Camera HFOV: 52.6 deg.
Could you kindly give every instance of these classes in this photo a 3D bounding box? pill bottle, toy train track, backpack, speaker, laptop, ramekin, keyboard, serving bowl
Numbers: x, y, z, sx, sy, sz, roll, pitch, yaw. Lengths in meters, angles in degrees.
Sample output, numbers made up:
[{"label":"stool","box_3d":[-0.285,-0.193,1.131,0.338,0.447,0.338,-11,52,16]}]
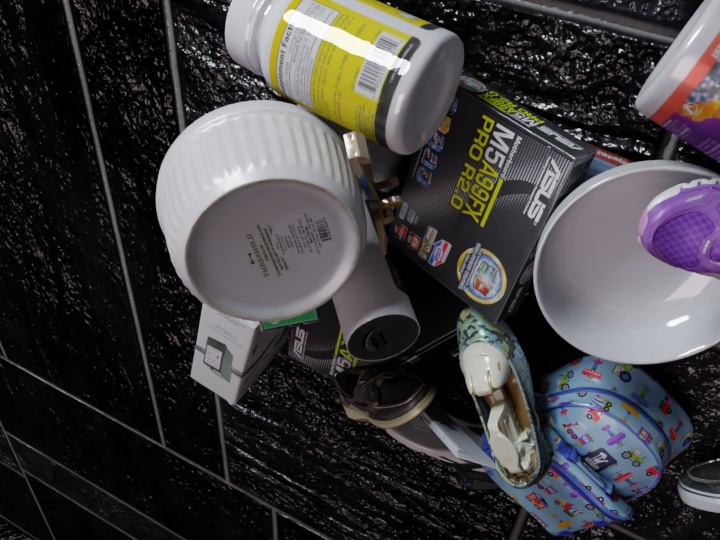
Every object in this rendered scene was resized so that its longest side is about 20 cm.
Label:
[{"label":"pill bottle","box_3d":[0.321,-0.116,0.542,0.200,0.111,0.111,34,138,7]},{"label":"toy train track","box_3d":[0.018,-0.085,0.700,0.032,0.115,0.200,-14,166,7]},{"label":"backpack","box_3d":[0.264,0.197,0.836,0.183,0.135,0.200,46,137,-6]},{"label":"speaker","box_3d":[0.000,0.000,0.808,0.081,0.200,0.081,-10,139,-9]},{"label":"laptop","box_3d":[0.128,0.036,0.855,0.200,0.116,0.187,31,130,-33]},{"label":"ramekin","box_3d":[-0.088,-0.045,0.679,0.200,0.105,0.200,-8,129,-10]},{"label":"keyboard","box_3d":[0.104,0.192,0.900,0.056,0.011,0.200,27,-176,-19]},{"label":"pill bottle","box_3d":[-0.017,-0.196,0.666,0.200,0.114,0.114,30,138,19]},{"label":"serving bowl","box_3d":[0.257,-0.014,0.662,0.200,0.066,0.200,4,122,7]}]

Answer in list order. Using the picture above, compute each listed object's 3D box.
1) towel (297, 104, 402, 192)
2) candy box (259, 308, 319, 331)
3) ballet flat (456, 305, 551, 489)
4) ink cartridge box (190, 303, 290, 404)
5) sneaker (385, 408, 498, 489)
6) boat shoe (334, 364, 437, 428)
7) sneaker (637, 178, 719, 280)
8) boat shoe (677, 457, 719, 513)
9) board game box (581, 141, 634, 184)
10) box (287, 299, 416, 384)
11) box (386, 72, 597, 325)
[{"label":"towel","box_3d":[-0.002,-0.183,0.777,0.132,0.034,0.200,29,137,14]},{"label":"candy box","box_3d":[-0.100,-0.061,0.842,0.077,0.169,0.200,-10,128,-1]},{"label":"ballet flat","box_3d":[0.146,0.134,0.760,0.074,0.074,0.200,-23,90,45]},{"label":"ink cartridge box","box_3d":[-0.156,0.072,1.023,0.084,0.146,0.200,31,138,8]},{"label":"sneaker","box_3d":[0.125,0.254,1.007,0.200,0.073,0.112,12,135,9]},{"label":"boat shoe","box_3d":[0.021,0.156,0.937,0.065,0.073,0.200,52,149,-11]},{"label":"sneaker","box_3d":[0.320,-0.009,0.565,0.200,0.089,0.081,15,123,2]},{"label":"boat shoe","box_3d":[0.438,0.208,0.778,0.200,0.072,0.071,-18,105,33]},{"label":"board game box","box_3d":[0.274,-0.047,0.704,0.200,0.019,0.103,27,135,15]},{"label":"box","box_3d":[-0.001,0.088,0.998,0.193,0.048,0.200,25,136,11]},{"label":"box","box_3d":[0.119,-0.070,0.726,0.160,0.044,0.200,40,133,27]}]
